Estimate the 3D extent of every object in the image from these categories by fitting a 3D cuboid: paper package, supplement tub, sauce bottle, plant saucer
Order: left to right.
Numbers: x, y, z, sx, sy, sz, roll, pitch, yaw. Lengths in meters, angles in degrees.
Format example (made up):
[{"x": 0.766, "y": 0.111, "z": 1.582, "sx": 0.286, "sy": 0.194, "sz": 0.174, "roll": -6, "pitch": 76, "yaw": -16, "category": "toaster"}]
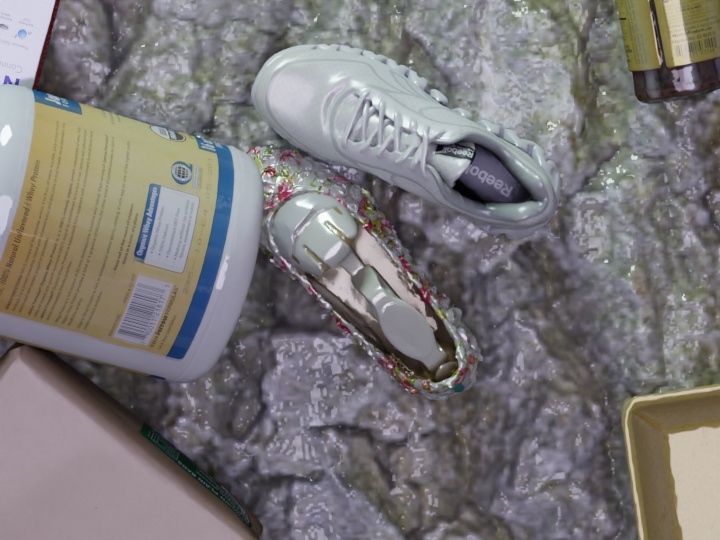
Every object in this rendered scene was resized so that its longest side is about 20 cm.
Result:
[{"x": -0.187, "y": 0.168, "z": 1.762, "sx": 0.200, "sy": 0.103, "sz": 0.191, "roll": 40, "pitch": 93, "yaw": -5, "category": "paper package"}, {"x": -0.170, "y": -0.025, "z": 1.704, "sx": 0.200, "sy": 0.145, "sz": 0.145, "roll": 16, "pitch": 96, "yaw": -17, "category": "supplement tub"}, {"x": 0.178, "y": -0.203, "z": 1.756, "sx": 0.065, "sy": 0.065, "sz": 0.200, "roll": -10, "pitch": 97, "yaw": -1, "category": "sauce bottle"}, {"x": 0.268, "y": 0.158, "z": 1.808, "sx": 0.200, "sy": 0.048, "sz": 0.200, "roll": -9, "pitch": 97, "yaw": -1, "category": "plant saucer"}]

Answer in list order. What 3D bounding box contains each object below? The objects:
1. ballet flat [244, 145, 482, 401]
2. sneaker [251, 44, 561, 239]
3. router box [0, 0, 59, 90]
[{"x": 0.000, "y": 0.000, "z": 1.771, "sx": 0.200, "sy": 0.064, "sz": 0.076, "roll": 43, "pitch": 94, "yaw": -6, "category": "ballet flat"}, {"x": 0.030, "y": -0.079, "z": 1.756, "sx": 0.200, "sy": 0.081, "sz": 0.075, "roll": 23, "pitch": 97, "yaw": -3, "category": "sneaker"}, {"x": -0.269, "y": -0.206, "z": 1.743, "sx": 0.200, "sy": 0.049, "sz": 0.180, "roll": 14, "pitch": 95, "yaw": -4, "category": "router box"}]
